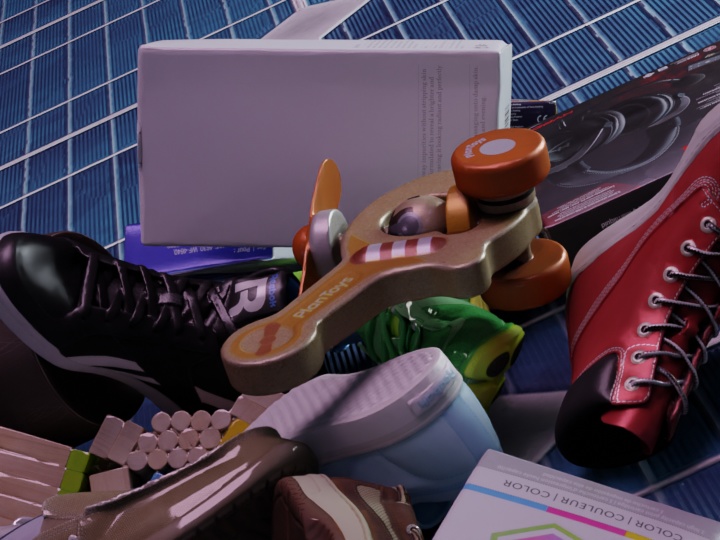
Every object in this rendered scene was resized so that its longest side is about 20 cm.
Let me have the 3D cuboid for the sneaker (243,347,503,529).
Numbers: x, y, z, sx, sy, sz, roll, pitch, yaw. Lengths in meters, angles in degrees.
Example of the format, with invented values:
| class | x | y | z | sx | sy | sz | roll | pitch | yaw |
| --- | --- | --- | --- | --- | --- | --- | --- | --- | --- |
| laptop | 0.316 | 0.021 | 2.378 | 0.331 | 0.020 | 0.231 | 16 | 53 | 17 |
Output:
| class | x | y | z | sx | sy | sz | roll | pitch | yaw |
| --- | --- | --- | --- | --- | --- | --- | --- | --- | --- |
| sneaker | -0.001 | 0.097 | 1.276 | 0.074 | 0.082 | 0.200 | -41 | 11 | -27 |

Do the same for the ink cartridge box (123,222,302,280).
| class | x | y | z | sx | sy | sz | roll | pitch | yaw |
| --- | --- | --- | --- | --- | --- | --- | --- | --- | --- |
| ink cartridge box | -0.071 | -0.016 | 1.580 | 0.099 | 0.039 | 0.200 | -8 | -1 | 19 |

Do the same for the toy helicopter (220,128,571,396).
| class | x | y | z | sx | sy | sz | roll | pitch | yaw |
| --- | --- | --- | --- | --- | --- | --- | --- | --- | --- |
| toy helicopter | 0.000 | 0.000 | 1.266 | 0.132 | 0.079 | 0.200 | 11 | 35 | 40 |

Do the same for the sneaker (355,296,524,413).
| class | x | y | z | sx | sy | sz | roll | pitch | yaw |
| --- | --- | --- | --- | --- | --- | --- | --- | --- | --- |
| sneaker | 0.029 | 0.036 | 1.359 | 0.074 | 0.083 | 0.200 | -63 | 12 | 6 |

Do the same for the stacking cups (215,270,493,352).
| class | x | y | z | sx | sy | sz | roll | pitch | yaw |
| --- | --- | --- | --- | --- | --- | --- | --- | --- | --- |
| stacking cups | 0.001 | 0.021 | 1.518 | 0.199 | 0.061 | 0.061 | -9 | 24 | 27 |

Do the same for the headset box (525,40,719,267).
| class | x | y | z | sx | sy | sz | roll | pitch | yaw |
| --- | --- | --- | --- | --- | --- | --- | --- | --- | --- |
| headset box | 0.167 | -0.044 | 1.431 | 0.148 | 0.077 | 0.200 | -24 | 17 | 3 |

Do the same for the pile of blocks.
| class | x | y | z | sx | sy | sz | roll | pitch | yaw |
| --- | --- | --- | --- | --- | --- | --- | --- | --- | --- |
| pile of blocks | -0.106 | 0.115 | 1.405 | 0.199 | 0.082 | 0.062 | -12 | -22 | 12 |

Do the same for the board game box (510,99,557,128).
| class | x | y | z | sx | sy | sz | roll | pitch | yaw |
| --- | --- | --- | --- | --- | --- | --- | --- | --- | --- |
| board game box | -0.002 | -0.078 | 1.630 | 0.199 | 0.057 | 0.165 | -4 | 7 | -23 |

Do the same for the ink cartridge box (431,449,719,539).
| class | x | y | z | sx | sy | sz | roll | pitch | yaw |
| --- | --- | --- | --- | --- | --- | --- | --- | --- | --- |
| ink cartridge box | 0.060 | 0.156 | 0.990 | 0.104 | 0.059 | 0.200 | 16 | 34 | 15 |

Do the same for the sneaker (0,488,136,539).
| class | x | y | z | sx | sy | sz | roll | pitch | yaw |
| --- | --- | --- | --- | --- | --- | --- | --- | --- | --- |
| sneaker | -0.164 | 0.149 | 1.337 | 0.199 | 0.073 | 0.071 | -22 | 26 | 14 |

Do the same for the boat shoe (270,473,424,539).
| class | x | y | z | sx | sy | sz | roll | pitch | yaw |
| --- | --- | --- | --- | --- | --- | --- | --- | --- | --- |
| boat shoe | 0.019 | 0.144 | 1.124 | 0.075 | 0.075 | 0.202 | 0 | 28 | -16 |

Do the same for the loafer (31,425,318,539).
| class | x | y | z | sx | sy | sz | roll | pitch | yaw |
| --- | --- | --- | --- | --- | --- | --- | --- | --- | --- |
| loafer | -0.113 | 0.127 | 1.229 | 0.200 | 0.076 | 0.068 | -33 | 63 | 2 |

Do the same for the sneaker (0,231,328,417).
| class | x | y | z | sx | sy | sz | roll | pitch | yaw |
| --- | --- | --- | --- | --- | --- | --- | --- | --- | --- |
| sneaker | -0.097 | 0.016 | 1.405 | 0.112 | 0.200 | 0.073 | -29 | 45 | 33 |

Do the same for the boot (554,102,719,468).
| class | x | y | z | sx | sy | sz | roll | pitch | yaw |
| --- | --- | --- | --- | --- | --- | --- | --- | --- | --- |
| boot | 0.162 | 0.007 | 1.216 | 0.200 | 0.072 | 0.144 | -47 | 19 | 37 |

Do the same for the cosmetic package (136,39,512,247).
| class | x | y | z | sx | sy | sz | roll | pitch | yaw |
| --- | --- | --- | --- | --- | --- | --- | --- | --- | --- |
| cosmetic package | -0.020 | -0.070 | 1.444 | 0.199 | 0.113 | 0.081 | 3 | 9 | 6 |

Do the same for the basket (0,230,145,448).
| class | x | y | z | sx | sy | sz | roll | pitch | yaw |
| --- | --- | --- | --- | --- | --- | --- | --- | --- | --- |
| basket | -0.229 | 0.059 | 1.495 | 0.200 | 0.180 | 0.136 | -17 | 41 | 29 |
